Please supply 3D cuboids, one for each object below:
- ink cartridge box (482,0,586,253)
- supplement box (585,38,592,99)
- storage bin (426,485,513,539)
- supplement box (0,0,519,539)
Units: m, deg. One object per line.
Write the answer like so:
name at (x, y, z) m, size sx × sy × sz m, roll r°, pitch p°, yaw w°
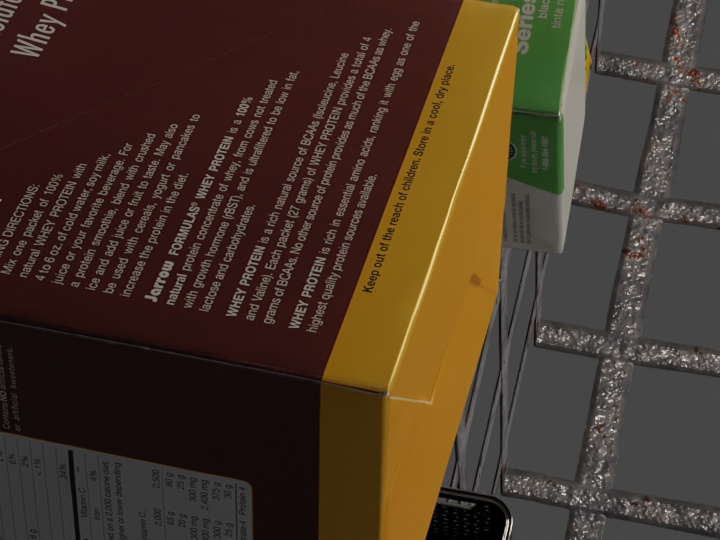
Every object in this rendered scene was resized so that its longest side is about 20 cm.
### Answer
ink cartridge box at (0.004, -0.084, 1.123) m, size 0.146 × 0.199 × 0.084 m, roll 80°, pitch 20°, yaw -66°
supplement box at (0.151, -0.170, 2.208) m, size 0.200 × 0.109 × 0.109 m, roll 32°, pitch 69°, yaw -81°
storage bin at (0.045, 0.286, 1.971) m, size 0.094 × 0.135 × 0.200 m, roll 86°, pitch 17°, yaw -55°
supplement box at (-0.066, 0.004, 0.782) m, size 0.197 × 0.200 × 0.133 m, roll -70°, pitch 166°, yaw -47°
